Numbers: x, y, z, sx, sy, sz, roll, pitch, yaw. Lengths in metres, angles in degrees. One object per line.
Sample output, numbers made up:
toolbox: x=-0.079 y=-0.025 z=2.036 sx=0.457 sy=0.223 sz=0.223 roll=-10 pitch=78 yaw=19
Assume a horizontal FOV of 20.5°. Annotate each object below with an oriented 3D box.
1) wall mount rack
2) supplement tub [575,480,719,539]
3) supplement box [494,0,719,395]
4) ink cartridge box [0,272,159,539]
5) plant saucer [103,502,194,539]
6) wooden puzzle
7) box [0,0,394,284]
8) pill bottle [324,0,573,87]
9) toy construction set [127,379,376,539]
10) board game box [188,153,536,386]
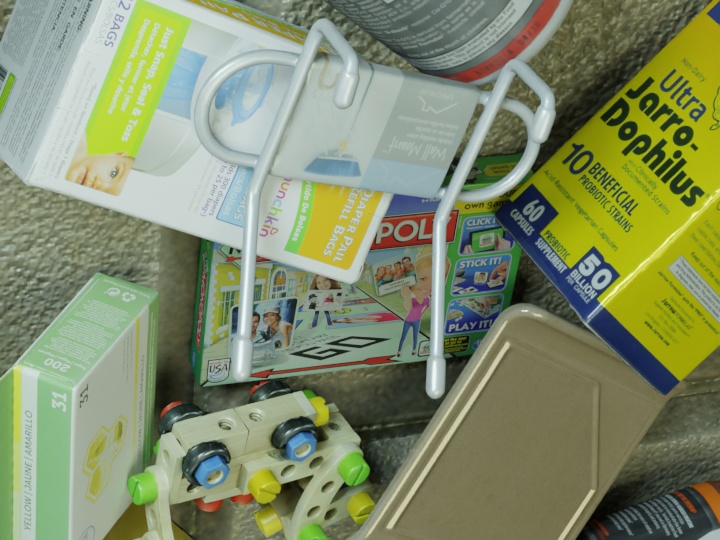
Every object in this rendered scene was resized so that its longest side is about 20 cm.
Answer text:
wall mount rack: x=0.008 y=-0.031 z=0.989 sx=0.199 sy=0.075 sz=0.175 roll=7 pitch=119 yaw=-29
supplement tub: x=0.219 y=0.213 z=1.410 sx=0.198 sy=0.107 sz=0.108 roll=-18 pitch=132 yaw=-8
supplement box: x=0.198 y=-0.047 z=1.164 sx=0.200 sy=0.109 sz=0.109 roll=-44 pitch=137 yaw=6
ink cartridge box: x=-0.179 y=0.113 z=1.109 sx=0.048 sy=0.200 sz=0.146 roll=17 pitch=126 yaw=14
plant saucer: x=-0.213 y=0.215 z=1.269 sx=0.199 sy=0.049 sz=0.200 roll=-36 pitch=132 yaw=8
wooden puzzle: x=0.100 y=0.120 z=1.287 sx=0.184 sy=0.037 sz=0.201 roll=25 pitch=106 yaw=-43
box: x=-0.080 y=-0.083 z=1.025 sx=0.199 sy=0.101 sz=0.113 roll=18 pitch=102 yaw=-33
pill bottle: x=0.010 y=-0.184 z=0.986 sx=0.116 sy=0.116 sz=0.199 roll=-45 pitch=131 yaw=16
toy construction set: x=-0.075 y=0.139 z=1.218 sx=0.199 sy=0.092 sz=0.132 roll=-27 pitch=144 yaw=-40
board game box: x=0.000 y=0.000 z=1.194 sx=0.198 sy=0.029 sz=0.135 roll=-6 pitch=130 yaw=-18
